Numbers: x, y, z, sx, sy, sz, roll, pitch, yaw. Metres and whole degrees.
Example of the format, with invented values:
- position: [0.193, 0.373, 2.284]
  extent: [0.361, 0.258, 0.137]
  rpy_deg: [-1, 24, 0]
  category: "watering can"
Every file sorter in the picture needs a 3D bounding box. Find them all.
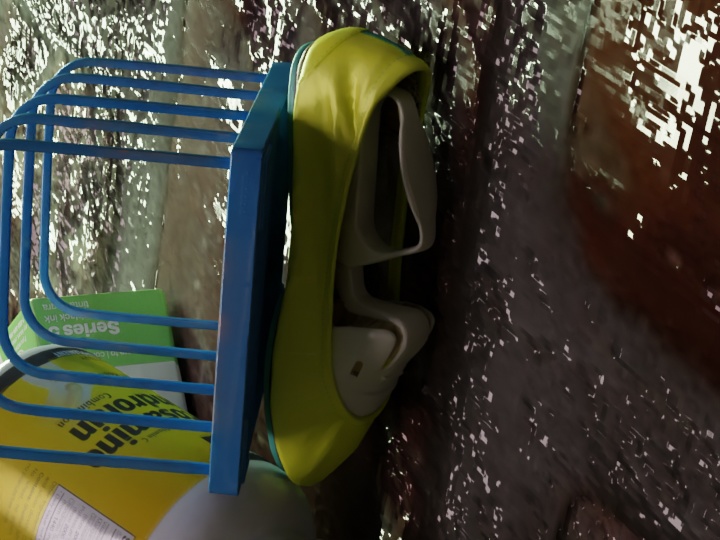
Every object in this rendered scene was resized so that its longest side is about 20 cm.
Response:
- position: [-0.096, -0.011, 0.814]
  extent: [0.200, 0.122, 0.140]
  rpy_deg: [-81, -3, -74]
  category: "file sorter"

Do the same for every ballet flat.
- position: [0.000, 0.000, 0.789]
  extent: [0.067, 0.067, 0.201]
  rpy_deg: [11, 103, 32]
  category: "ballet flat"

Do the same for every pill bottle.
- position: [-0.091, 0.121, 0.843]
  extent: [0.199, 0.112, 0.113]
  rpy_deg: [27, 119, 32]
  category: "pill bottle"

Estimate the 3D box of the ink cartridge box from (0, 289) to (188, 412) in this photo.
- position: [-0.152, 0.130, 1.061]
  extent: [0.145, 0.084, 0.201]
  rpy_deg: [-41, 58, 57]
  category: "ink cartridge box"
